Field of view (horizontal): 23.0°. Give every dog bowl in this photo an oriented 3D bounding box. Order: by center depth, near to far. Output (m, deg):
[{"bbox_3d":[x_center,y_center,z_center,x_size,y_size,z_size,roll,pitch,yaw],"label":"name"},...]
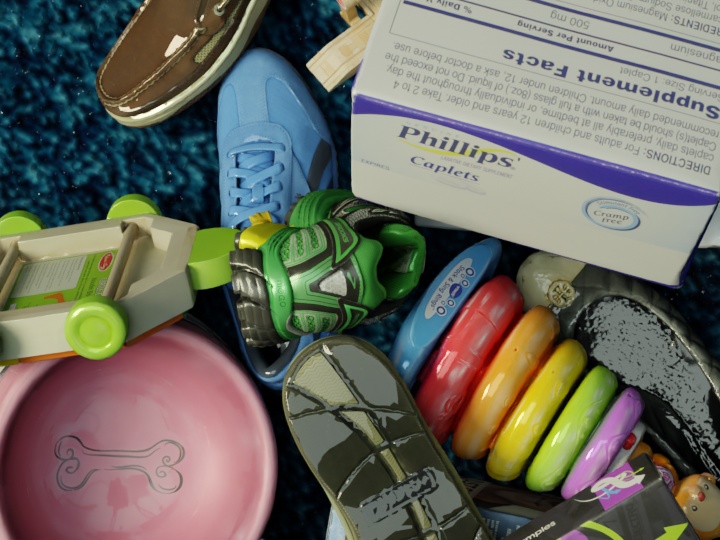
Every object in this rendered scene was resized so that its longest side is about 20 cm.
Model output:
[{"bbox_3d":[-0.135,0.110,0.992,0.199,0.074,0.201,1,88,-22],"label":"dog bowl"}]

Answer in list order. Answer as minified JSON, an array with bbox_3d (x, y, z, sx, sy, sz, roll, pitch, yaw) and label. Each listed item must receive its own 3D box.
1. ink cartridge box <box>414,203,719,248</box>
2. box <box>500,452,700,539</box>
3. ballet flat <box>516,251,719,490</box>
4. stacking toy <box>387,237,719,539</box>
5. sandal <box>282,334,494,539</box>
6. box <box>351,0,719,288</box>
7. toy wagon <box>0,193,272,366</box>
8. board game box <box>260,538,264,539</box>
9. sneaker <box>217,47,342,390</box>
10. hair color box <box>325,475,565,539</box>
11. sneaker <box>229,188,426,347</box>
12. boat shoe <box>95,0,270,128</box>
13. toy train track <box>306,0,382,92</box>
[{"bbox_3d":[0.132,-0.064,0.995,0.199,0.037,0.095,5,92,16],"label":"ink cartridge box"},{"bbox_3d":[0.095,0.203,0.886,0.200,0.036,0.143,-32,108,5],"label":"box"},{"bbox_3d":[0.167,0.059,0.979,0.200,0.057,0.066,43,99,9],"label":"ballet flat"},{"bbox_3d":[0.110,0.085,0.949,0.200,0.110,0.116,32,56,10],"label":"stacking toy"},{"bbox_3d":[0.022,0.125,0.911,0.080,0.057,0.202,-20,94,-1],"label":"sandal"},{"bbox_3d":[0.106,-0.119,0.908,0.183,0.105,0.200,16,63,5],"label":"box"},{"bbox_3d":[-0.142,0.005,0.958,0.199,0.155,0.040,-8,114,5],"label":"toy wagon"},{"bbox_3d":[-0.006,0.251,0.980,0.200,0.045,0.135,33,130,-3],"label":"board game box"},{"bbox_3d":[-0.051,-0.032,1.018,0.066,0.078,0.201,-7,89,15],"label":"sneaker"},{"bbox_3d":[0.088,0.156,0.979,0.199,0.100,0.061,11,93,12],"label":"hair color box"},{"bbox_3d":[0.000,0.000,0.944,0.085,0.200,0.078,-4,100,15],"label":"sneaker"},{"bbox_3d":[-0.088,-0.173,1.014,0.202,0.075,0.075,-47,53,5],"label":"boat shoe"},{"bbox_3d":[0.043,-0.119,0.983,0.115,0.033,0.200,-37,65,-6],"label":"toy train track"}]
